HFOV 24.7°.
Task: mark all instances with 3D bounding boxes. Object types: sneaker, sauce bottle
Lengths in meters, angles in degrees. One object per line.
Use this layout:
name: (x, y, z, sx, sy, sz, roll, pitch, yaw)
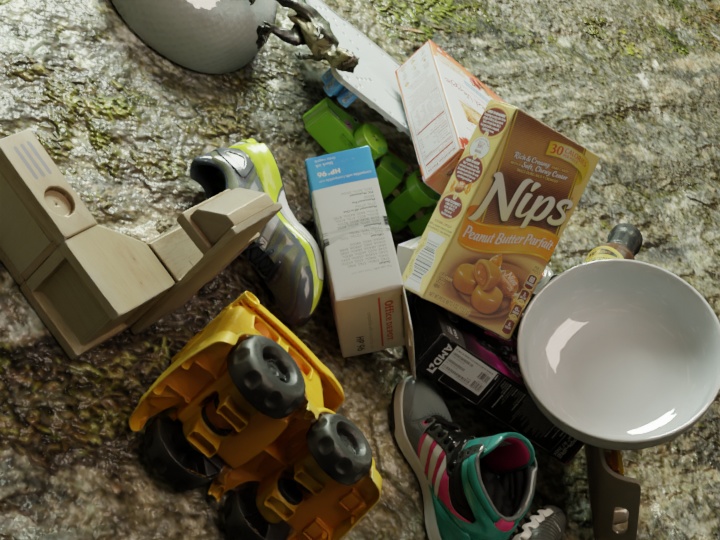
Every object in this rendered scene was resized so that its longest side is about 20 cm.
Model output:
sneaker: (-0.101, -0.032, 1.542, 0.081, 0.074, 0.201, -9, 60, -38)
sneaker: (0.100, 0.167, 1.526, 0.083, 0.121, 0.201, 8, 54, -41)
sneaker: (0.155, 0.297, 1.507, 0.090, 0.067, 0.200, 34, 41, 10)
sneaker: (0.198, 0.043, 1.727, 0.084, 0.080, 0.200, 49, 12, -31)
sauce bottle: (0.279, 0.011, 1.880, 0.065, 0.065, 0.200, 45, 37, -7)

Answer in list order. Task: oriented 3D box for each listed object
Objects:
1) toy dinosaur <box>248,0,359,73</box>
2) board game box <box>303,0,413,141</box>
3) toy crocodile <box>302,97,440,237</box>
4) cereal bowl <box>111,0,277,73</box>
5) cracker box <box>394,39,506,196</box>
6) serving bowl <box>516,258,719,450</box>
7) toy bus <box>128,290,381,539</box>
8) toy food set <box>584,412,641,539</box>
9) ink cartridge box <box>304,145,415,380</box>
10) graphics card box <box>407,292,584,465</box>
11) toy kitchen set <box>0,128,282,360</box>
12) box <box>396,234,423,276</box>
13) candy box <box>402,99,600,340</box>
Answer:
toy dinosaur: (-0.066, -0.252, 1.649, 0.088, 0.048, 0.201, 7, 36, -30)
board game box: (0.021, -0.192, 1.752, 0.199, 0.026, 0.201, 35, 21, -31)
toy crocodile: (0.021, -0.103, 1.713, 0.200, 0.067, 0.062, 41, 33, -15)
cereal bowl: (-0.162, -0.304, 1.681, 0.199, 0.083, 0.201, 26, 45, -29)
cracker box: (0.113, -0.132, 1.693, 0.134, 0.058, 0.201, 35, 28, -32)
serving bowl: (0.249, 0.090, 1.590, 0.198, 0.066, 0.201, -1, 58, 2)
toy bus: (-0.075, 0.119, 1.403, 0.200, 0.136, 0.192, 44, 22, -12)
toy food set: (0.262, 0.170, 1.665, 0.060, 0.144, 0.201, -3, 50, 3)
ink cartridge box: (0.000, 0.000, 1.559, 0.067, 0.116, 0.201, -12, 60, -3)
graphics card box: (0.133, 0.099, 1.641, 0.199, 0.051, 0.126, 33, 19, -20)
toy kitchen set: (-0.188, -0.066, 1.395, 0.181, 0.163, 0.200, 53, 38, 4)
box: (0.092, -0.020, 1.687, 0.038, 0.042, 0.200, 14, 16, 23)
candy box: (0.134, -0.048, 1.582, 0.115, 0.201, 0.055, 25, 3, -32)
